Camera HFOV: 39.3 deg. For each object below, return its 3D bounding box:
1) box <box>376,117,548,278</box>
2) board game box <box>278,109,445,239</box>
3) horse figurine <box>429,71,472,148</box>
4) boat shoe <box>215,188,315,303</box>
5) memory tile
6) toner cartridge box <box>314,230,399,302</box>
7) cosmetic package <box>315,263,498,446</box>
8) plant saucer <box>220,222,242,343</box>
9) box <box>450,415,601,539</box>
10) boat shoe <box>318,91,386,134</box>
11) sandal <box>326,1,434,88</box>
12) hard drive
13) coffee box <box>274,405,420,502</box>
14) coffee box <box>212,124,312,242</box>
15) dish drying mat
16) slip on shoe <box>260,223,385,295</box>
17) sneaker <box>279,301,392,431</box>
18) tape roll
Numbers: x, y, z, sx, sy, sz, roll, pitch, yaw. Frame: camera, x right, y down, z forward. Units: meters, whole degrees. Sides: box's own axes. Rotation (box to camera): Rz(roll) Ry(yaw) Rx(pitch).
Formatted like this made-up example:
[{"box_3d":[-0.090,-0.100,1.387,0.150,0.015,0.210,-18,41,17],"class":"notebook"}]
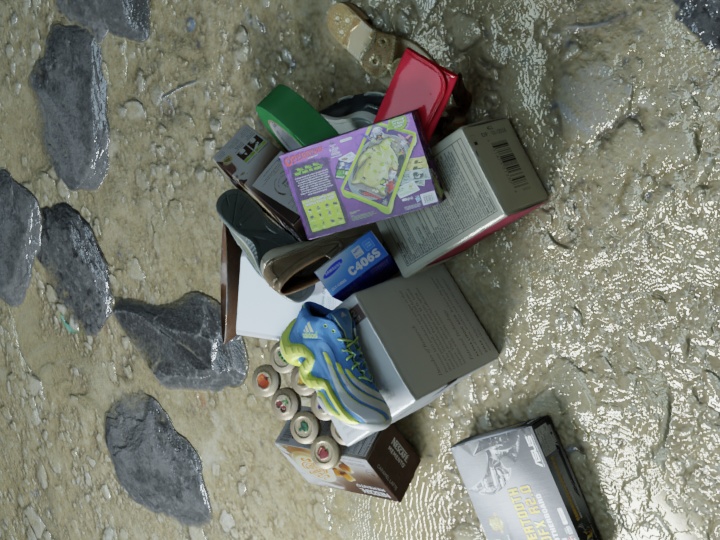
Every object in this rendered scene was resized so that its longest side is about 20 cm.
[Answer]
[{"box_3d":[0.124,-0.095,1.332,0.200,0.109,0.128,-32,82,43],"class":"box"},{"box_3d":[0.001,-0.120,1.294,0.199,0.032,0.121,-13,105,28],"class":"board game box"},{"box_3d":[0.082,-0.185,1.349,0.200,0.132,0.050,-35,76,30],"class":"horse figurine"},{"box_3d":[-0.141,-0.035,1.517,0.202,0.074,0.065,47,172,5],"class":"boat shoe"},{"box_3d":[-0.069,0.182,1.511,0.200,0.017,0.153,47,108,22],"class":"memory tile"},{"box_3d":[0.000,0.000,1.402,0.095,0.200,0.043,-38,81,2],"class":"toner cartridge box"},{"box_3d":[0.048,0.113,1.405,0.165,0.199,0.166,-41,75,42],"class":"cosmetic package"},{"box_3d":[-0.211,0.020,1.662,0.200,0.034,0.202,180,90,-80],"class":"plant saucer"},{"box_3d":[0.230,0.317,1.410,0.158,0.048,0.201,-24,86,43],"class":"box"},{"box_3d":[-0.008,-0.216,1.446,0.076,0.060,0.200,47,160,-30],"class":"boat shoe"},{"box_3d":[0.013,-0.300,1.393,0.212,0.069,0.078,43,128,24],"class":"sandal"},{"box_3d":[-0.091,0.046,1.549,0.199,0.025,0.133,7,99,15],"class":"hard drive"},{"box_3d":[-0.021,0.284,1.577,0.199,0.080,0.115,2,139,42],"class":"coffee box"},{"box_3d":[-0.117,-0.119,1.519,0.200,0.080,0.113,38,171,32],"class":"coffee box"},{"box_3d":[0.050,-0.174,1.278,0.077,0.018,0.201,32,118,12],"class":"dish drying mat"},{"box_3d":[-0.043,-0.019,1.452,0.076,0.199,0.061,91,155,-42],"class":"slip on shoe"},{"box_3d":[-0.028,0.114,1.284,0.200,0.076,0.106,38,125,30],"class":"sneaker"},{"box_3d":[-0.064,-0.174,1.432,0.048,0.201,0.200,-44,66,-6],"class":"tape roll"}]
